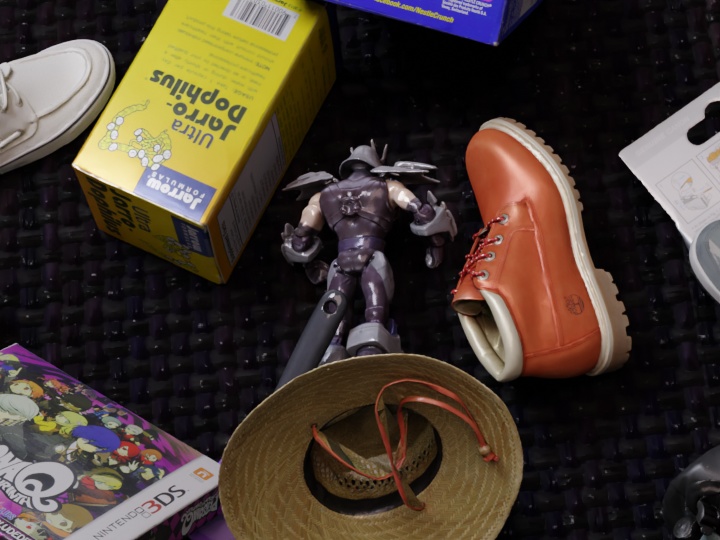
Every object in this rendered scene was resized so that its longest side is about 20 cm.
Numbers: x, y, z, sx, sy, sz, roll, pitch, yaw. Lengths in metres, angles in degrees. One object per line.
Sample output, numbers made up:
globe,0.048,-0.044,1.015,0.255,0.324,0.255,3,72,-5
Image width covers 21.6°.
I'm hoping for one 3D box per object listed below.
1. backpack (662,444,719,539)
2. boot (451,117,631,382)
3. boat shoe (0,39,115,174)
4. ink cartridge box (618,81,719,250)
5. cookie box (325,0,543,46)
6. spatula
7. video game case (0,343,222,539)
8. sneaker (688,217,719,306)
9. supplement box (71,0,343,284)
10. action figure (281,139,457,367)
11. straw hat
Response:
backpack,0.306,0.186,1.192,0.166,0.127,0.201,-35,68,-6
boot,0.102,-0.015,1.302,0.106,0.075,0.201,-11,65,-24
boat shoe,-0.271,-0.116,1.386,0.199,0.070,0.071,-30,68,-9
ink cartridge box,0.304,-0.043,1.333,0.162,0.057,0.200,-34,65,-10
cookie box,0.046,-0.235,1.351,0.170,0.200,0.076,17,112,10
spatula,-0.056,0.103,1.268,0.056,0.021,0.201,30,104,16
video game case,-0.210,0.130,1.226,0.199,0.036,0.181,28,27,22
sneaker,0.305,0.012,1.219,0.199,0.121,0.084,32,72,16
supplement box,-0.105,-0.113,1.353,0.109,0.109,0.201,23,70,12
action figure,0.000,0.000,1.309,0.129,0.069,0.202,-12,63,32
straw hat,0.008,0.109,1.207,0.199,0.202,0.085,-4,34,2
